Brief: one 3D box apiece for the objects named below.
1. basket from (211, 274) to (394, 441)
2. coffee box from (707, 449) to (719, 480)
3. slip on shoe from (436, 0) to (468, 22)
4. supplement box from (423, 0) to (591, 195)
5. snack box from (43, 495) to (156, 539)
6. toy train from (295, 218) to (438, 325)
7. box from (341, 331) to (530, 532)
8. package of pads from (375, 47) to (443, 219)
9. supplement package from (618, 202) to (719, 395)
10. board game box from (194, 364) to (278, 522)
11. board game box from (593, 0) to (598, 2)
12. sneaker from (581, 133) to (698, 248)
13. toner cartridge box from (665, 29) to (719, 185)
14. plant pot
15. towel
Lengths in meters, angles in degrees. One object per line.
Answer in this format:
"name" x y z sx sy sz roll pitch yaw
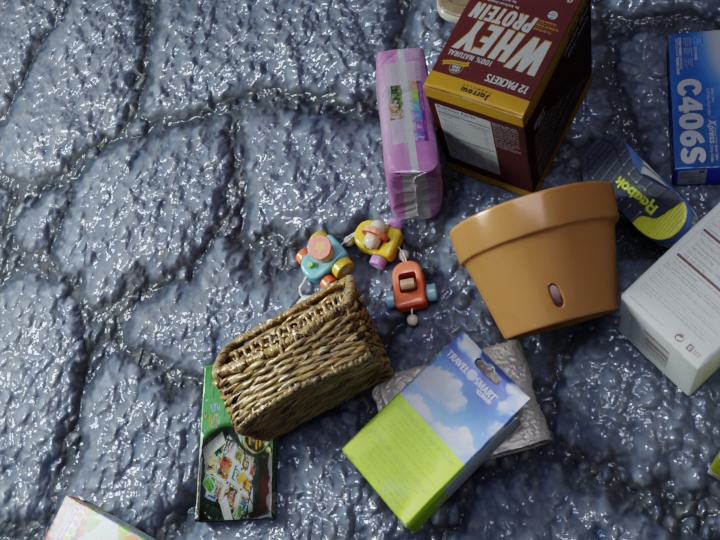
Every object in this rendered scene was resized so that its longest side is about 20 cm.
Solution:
"basket" -0.082 0.093 1.045 0.198 0.143 0.151 -28 68 7
"coffee box" 0.492 0.156 0.853 0.199 0.198 0.201 32 79 25
"slip on shoe" 0.205 -0.407 1.250 0.196 0.061 0.077 0 68 16
"supplement box" 0.196 -0.240 1.105 0.131 0.200 0.199 23 75 23
"snack box" -0.350 0.404 1.074 0.140 0.053 0.202 19 74 21
"toy train" 0.000 0.000 1.142 0.196 0.056 0.153 -7 66 13
"box" 0.089 0.184 1.004 0.200 0.048 0.122 -44 63 -5
"package of pads" 0.064 -0.180 1.156 0.074 0.121 0.203 -6 63 1
"supplement package" 0.403 0.021 0.982 0.199 0.117 0.117 -41 63 -4
"board game box" -0.156 0.217 1.114 0.103 0.023 0.203 -6 66 15
"board game box" 0.360 -0.500 1.253 0.132 0.045 0.203 -21 64 7
"sneaker" 0.346 -0.094 1.078 0.074 0.082 0.201 -49 42 22
"toner cartridge box" 0.443 -0.210 1.108 0.093 0.043 0.203 -1 67 14
"plant pot" 0.217 -0.004 1.016 0.197 0.200 0.142 -17 80 9
"towel" 0.117 0.169 1.049 0.197 0.035 0.135 -18 65 8
